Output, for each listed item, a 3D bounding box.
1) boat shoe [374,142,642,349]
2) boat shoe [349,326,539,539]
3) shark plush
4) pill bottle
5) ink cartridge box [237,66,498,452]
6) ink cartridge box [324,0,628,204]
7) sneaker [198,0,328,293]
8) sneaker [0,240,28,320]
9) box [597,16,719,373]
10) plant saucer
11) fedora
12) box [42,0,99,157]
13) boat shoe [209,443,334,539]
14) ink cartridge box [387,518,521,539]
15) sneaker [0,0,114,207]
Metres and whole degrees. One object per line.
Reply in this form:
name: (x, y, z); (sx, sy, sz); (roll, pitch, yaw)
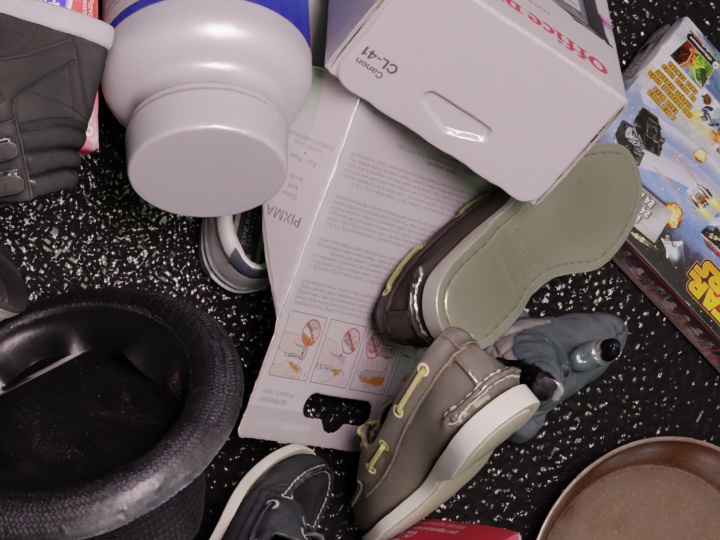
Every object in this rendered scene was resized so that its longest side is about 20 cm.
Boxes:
boat shoe: (0.087, -0.017, 1.089); (0.201, 0.060, 0.072); (-34, 108, -39)
boat shoe: (0.034, 0.094, 1.045); (0.072, 0.202, 0.060); (-32, 77, -30)
shark plush: (0.109, 0.043, 1.084); (0.083, 0.200, 0.091); (-12, 80, 9)
pill bottle: (-0.082, -0.133, 1.008); (0.112, 0.112, 0.201); (9, 57, -21)
ink cartridge box: (0.000, 0.000, 1.078); (0.161, 0.050, 0.201); (15, 99, -52)
ink cartridge box: (0.062, -0.149, 1.060); (0.147, 0.200, 0.086); (30, 119, -20)
sneaker: (-0.044, -0.086, 1.080); (0.073, 0.071, 0.201); (9, 84, -21)
sneaker: (-0.266, 0.006, 0.964); (0.115, 0.200, 0.076); (-37, 61, 17)
box: (0.222, -0.040, 1.203); (0.200, 0.040, 0.137); (46, 71, -14)
plant saucer: (0.184, 0.203, 1.177); (0.199, 0.034, 0.201); (1, 87, -22)
fedora: (-0.142, 0.096, 0.989); (0.200, 0.200, 0.092); (-31, 126, -21)
box: (-0.197, -0.158, 1.009); (0.099, 0.095, 0.201); (0, 88, -21)
boat shoe: (-0.049, 0.159, 0.978); (0.199, 0.066, 0.075); (-40, 138, -56)
ink cartridge box: (0.004, 0.247, 1.041); (0.199, 0.145, 0.146); (-24, 96, -21)
sneaker: (-0.192, -0.081, 0.885); (0.200, 0.070, 0.100); (7, 88, -55)
